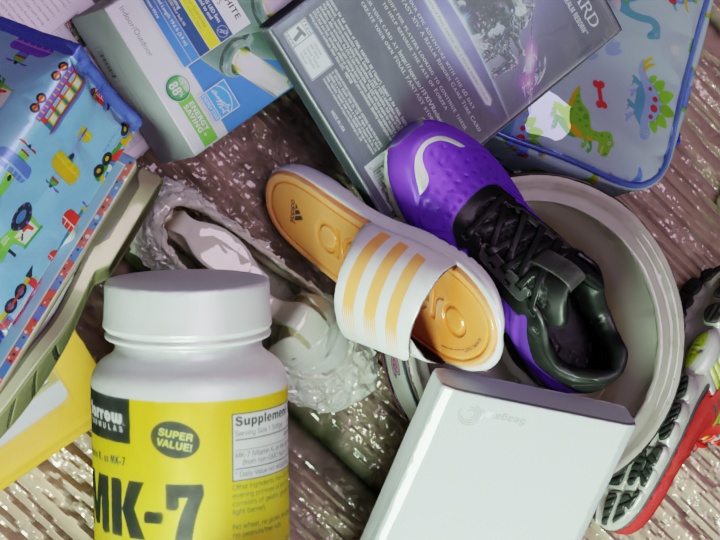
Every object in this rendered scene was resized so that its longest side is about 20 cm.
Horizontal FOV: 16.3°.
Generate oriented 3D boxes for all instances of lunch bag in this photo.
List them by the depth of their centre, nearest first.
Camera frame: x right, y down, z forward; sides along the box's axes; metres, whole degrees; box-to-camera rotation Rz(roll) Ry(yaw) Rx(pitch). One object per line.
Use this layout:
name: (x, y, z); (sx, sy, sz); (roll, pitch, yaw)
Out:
lunch bag: (-0.248, -0.075, 1.368); (0.151, 0.200, 0.094); (-58, 152, -12)
lunch bag: (0.141, -0.152, 1.610); (0.160, 0.082, 0.200); (19, 78, -20)

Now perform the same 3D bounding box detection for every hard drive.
hard drive: (0.069, 0.159, 1.521); (0.132, 0.026, 0.200); (12, 116, -23)

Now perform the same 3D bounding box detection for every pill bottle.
pill bottle: (-0.098, 0.104, 1.444); (0.114, 0.114, 0.201); (-4, 98, -24)

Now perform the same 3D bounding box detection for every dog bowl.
dog bowl: (0.100, 0.041, 1.580); (0.200, 0.074, 0.201); (3, 84, -25)

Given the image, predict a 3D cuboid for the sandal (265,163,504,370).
sandal: (0.000, 0.007, 1.478); (0.059, 0.207, 0.079); (-27, 133, -34)

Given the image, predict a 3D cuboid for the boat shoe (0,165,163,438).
boat shoe: (-0.191, 0.015, 1.426); (0.068, 0.075, 0.200); (31, 69, 0)

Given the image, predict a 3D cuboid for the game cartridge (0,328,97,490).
game cartridge: (-0.262, 0.060, 1.439); (0.200, 0.032, 0.177); (-36, 100, -24)

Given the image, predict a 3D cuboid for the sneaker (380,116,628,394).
sneaker: (0.096, -0.009, 1.478); (0.070, 0.099, 0.200); (-42, 109, -16)

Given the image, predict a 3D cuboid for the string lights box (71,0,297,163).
string lights box: (-0.060, -0.161, 1.496); (0.200, 0.059, 0.103); (-37, 104, -22)

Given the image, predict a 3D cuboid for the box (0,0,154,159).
box: (-0.166, -0.134, 1.499); (0.200, 0.036, 0.144); (-43, 102, -23)

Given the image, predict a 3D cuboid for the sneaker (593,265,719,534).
sneaker: (0.222, 0.093, 1.631); (0.085, 0.077, 0.200); (40, 72, -23)

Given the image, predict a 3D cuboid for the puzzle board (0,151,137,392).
puzzle board: (-0.236, -0.010, 1.389); (0.150, 0.017, 0.200); (26, 74, 15)

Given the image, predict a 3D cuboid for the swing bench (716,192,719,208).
swing bench: (0.377, -0.018, 1.638); (0.130, 0.200, 0.199); (-41, 102, -22)

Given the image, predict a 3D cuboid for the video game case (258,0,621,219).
video game case: (0.051, -0.144, 1.505); (0.200, 0.019, 0.143); (-40, 113, -18)

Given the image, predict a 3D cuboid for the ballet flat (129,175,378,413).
ballet flat: (-0.062, 0.019, 1.514); (0.200, 0.072, 0.072); (39, 71, -17)
